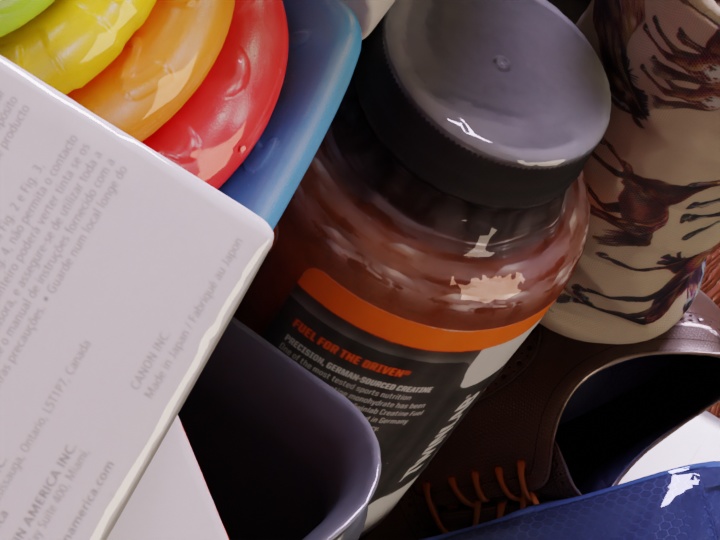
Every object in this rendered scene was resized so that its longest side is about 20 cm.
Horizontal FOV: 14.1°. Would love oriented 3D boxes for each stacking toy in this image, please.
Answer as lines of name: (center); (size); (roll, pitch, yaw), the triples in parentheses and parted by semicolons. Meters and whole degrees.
stacking toy: (-0.093, -0.083, 0.699); (0.110, 0.116, 0.200); (-64, 145, -22)

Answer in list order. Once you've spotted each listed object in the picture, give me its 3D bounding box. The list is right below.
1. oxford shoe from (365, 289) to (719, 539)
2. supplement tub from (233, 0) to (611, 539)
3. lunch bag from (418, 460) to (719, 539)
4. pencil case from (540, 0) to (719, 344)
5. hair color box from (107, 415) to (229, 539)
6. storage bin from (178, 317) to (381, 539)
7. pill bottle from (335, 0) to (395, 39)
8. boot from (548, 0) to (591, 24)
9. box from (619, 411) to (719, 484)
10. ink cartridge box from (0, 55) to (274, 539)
oxford shoe: (0.036, 0.061, 0.982); (0.200, 0.073, 0.071); (-33, 126, -2)
supplement tub: (0.000, 0.000, 0.875); (0.107, 0.107, 0.200); (-43, 172, -43)
lunch bag: (0.048, 0.157, 0.949); (0.200, 0.132, 0.136); (-14, 162, -10)
pencil case: (0.100, -0.052, 0.886); (0.089, 0.078, 0.200); (-15, 157, -22)
hair color box: (-0.079, 0.100, 0.676); (0.111, 0.200, 0.064); (-25, -173, -20)
storage bin: (-0.088, 0.121, 0.810); (0.200, 0.146, 0.134); (-41, 150, -29)
pill bottle: (0.015, -0.167, 0.809); (0.200, 0.114, 0.114); (-57, 156, -20)
boot: (0.016, -0.043, 0.981); (0.174, 0.069, 0.200); (-46, 127, 3)
box: (0.051, 0.150, 1.134); (0.200, 0.131, 0.199); (-55, 172, -21)
ink cartridge box: (-0.142, 0.010, 0.602); (0.162, 0.200, 0.050); (-60, -169, -12)
